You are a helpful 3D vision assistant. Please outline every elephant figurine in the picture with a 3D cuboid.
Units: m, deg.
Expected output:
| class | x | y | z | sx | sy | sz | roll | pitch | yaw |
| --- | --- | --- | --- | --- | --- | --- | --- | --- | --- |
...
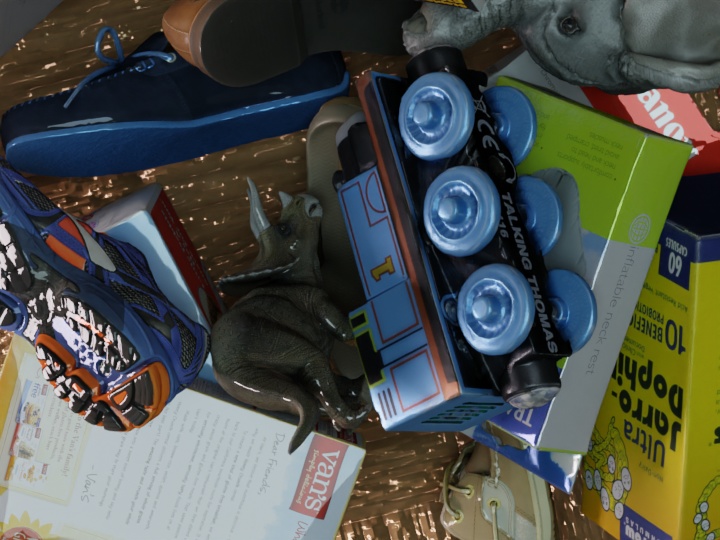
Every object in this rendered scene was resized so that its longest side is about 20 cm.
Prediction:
| class | x | y | z | sx | sy | sz | roll | pitch | yaw |
| --- | --- | --- | --- | --- | --- | --- | --- | --- | --- |
| elephant figurine | 0.151 | -0.149 | 1.174 | 0.155 | 0.141 | 0.200 | 36 | 90 | 26 |

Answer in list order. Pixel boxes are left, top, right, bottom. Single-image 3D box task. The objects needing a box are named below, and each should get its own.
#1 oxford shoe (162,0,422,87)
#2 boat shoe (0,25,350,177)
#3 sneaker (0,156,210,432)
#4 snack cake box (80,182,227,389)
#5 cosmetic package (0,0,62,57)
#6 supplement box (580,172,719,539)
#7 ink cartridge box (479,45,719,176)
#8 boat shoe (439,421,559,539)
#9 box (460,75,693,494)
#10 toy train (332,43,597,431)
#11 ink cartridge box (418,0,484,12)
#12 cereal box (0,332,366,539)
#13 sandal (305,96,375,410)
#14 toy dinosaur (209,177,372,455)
| class | x | y | z | sx | sy | sz | roll | pitch | yaw |
| --- | --- | --- | --- | --- | --- | --- | --- | --- | --- |
| oxford shoe | -0.018 | -0.155 | 1.195 | 0.200 | 0.071 | 0.071 | -14 | 115 | -30 |
| boat shoe | -0.109 | -0.101 | 1.224 | 0.200 | 0.084 | 0.069 | -10 | 74 | -18 |
| sneaker | -0.157 | 0.003 | 1.125 | 0.200 | 0.078 | 0.075 | 47 | 124 | 17 |
| snack cake box | -0.101 | 0.057 | 1.226 | 0.067 | 0.115 | 0.200 | -26 | 100 | 5 |
| cosmetic package | -0.230 | -0.221 | 1.107 | 0.165 | 0.200 | 0.165 | 14 | 113 | 5 |
| supplement box | 0.199 | 0.056 | 1.205 | 0.109 | 0.109 | 0.200 | -7 | 109 | -23 |
| ink cartridge box | 0.134 | -0.060 | 1.241 | 0.200 | 0.047 | 0.160 | -34 | 99 | 7 |
| boat shoe | 0.080 | 0.141 | 1.262 | 0.066 | 0.074 | 0.200 | -11 | 105 | 1 |
| box | 0.095 | 0.007 | 1.171 | 0.048 | 0.122 | 0.200 | 10 | 102 | -42 |
| toy train | 0.044 | -0.015 | 1.117 | 0.114 | 0.087 | 0.200 | -28 | 70 | 34 |
| ink cartridge box | -0.032 | -0.196 | 1.091 | 0.200 | 0.176 | 0.084 | 12 | 82 | 19 |
| cereal box | -0.112 | 0.126 | 1.161 | 0.200 | 0.040 | 0.144 | 20 | 98 | -5 |
| sandal | 0.000 | 0.000 | 1.226 | 0.080 | 0.054 | 0.200 | 4 | 120 | 24 |
| toy dinosaur | -0.042 | 0.045 | 1.146 | 0.102 | 0.200 | 0.077 | 21 | 128 | -4 |
